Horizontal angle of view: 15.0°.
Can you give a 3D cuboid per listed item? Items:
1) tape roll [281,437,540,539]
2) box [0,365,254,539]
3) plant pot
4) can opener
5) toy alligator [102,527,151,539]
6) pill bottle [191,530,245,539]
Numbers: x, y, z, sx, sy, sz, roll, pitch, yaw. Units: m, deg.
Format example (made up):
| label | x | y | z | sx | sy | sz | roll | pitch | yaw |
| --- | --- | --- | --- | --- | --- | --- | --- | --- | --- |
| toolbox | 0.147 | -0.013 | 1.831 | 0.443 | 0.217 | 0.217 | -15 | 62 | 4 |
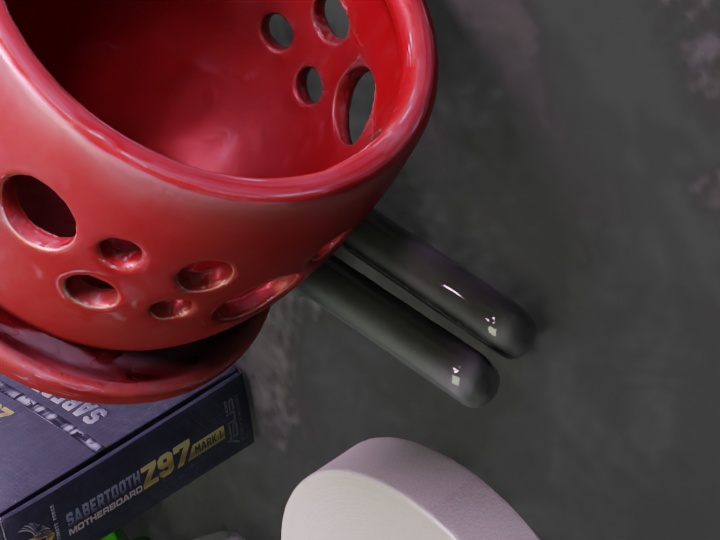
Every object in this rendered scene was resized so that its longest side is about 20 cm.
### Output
| label | x | y | z | sx | sy | sz | roll | pitch | yaw |
| --- | --- | --- | --- | --- | --- | --- | --- | --- | --- |
| tape roll | 0.040 | 0.176 | 1.309 | 0.202 | 0.037 | 0.204 | 35 | 141 | 34 |
| box | -0.177 | 0.071 | 1.411 | 0.200 | 0.157 | 0.051 | 26 | 137 | 43 |
| plant pot | -0.094 | -0.061 | 1.113 | 0.201 | 0.200 | 0.183 | 52 | 139 | 11 |
| can opener | 0.000 | 0.000 | 1.217 | 0.200 | 0.053 | 0.067 | 34 | 174 | 34 |
| toy alligator | -0.102 | 0.216 | 1.533 | 0.201 | 0.059 | 0.054 | 62 | -171 | -6 |
| pill bottle | -0.067 | 0.250 | 1.452 | 0.112 | 0.112 | 0.201 | -17 | 101 | 58 |
